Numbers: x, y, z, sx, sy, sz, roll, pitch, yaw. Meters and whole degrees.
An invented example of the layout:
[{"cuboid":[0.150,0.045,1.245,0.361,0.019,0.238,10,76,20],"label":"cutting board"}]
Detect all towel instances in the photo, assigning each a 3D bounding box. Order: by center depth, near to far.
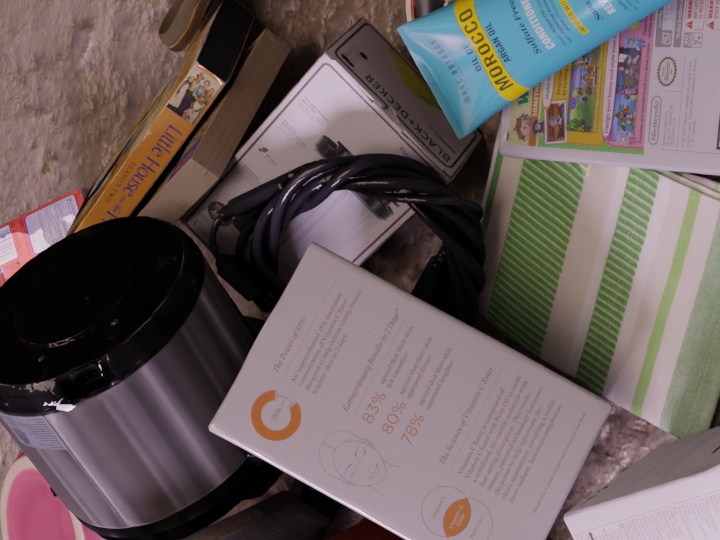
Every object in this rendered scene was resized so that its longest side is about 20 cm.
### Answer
[{"cuboid":[0.148,-0.004,0.853,0.199,0.023,0.154,30,118,39],"label":"towel"}]

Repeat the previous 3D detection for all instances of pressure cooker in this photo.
[{"cuboid":[-0.149,0.087,0.963,0.201,0.178,0.176,62,173,-34],"label":"pressure cooker"}]

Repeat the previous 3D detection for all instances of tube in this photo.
[{"cuboid":[0.109,-0.146,0.800,0.199,0.050,0.078,-26,92,43],"label":"tube"}]

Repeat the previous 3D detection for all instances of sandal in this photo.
[{"cuboid":[-0.112,-0.241,1.045,0.054,0.081,0.200,31,136,-13],"label":"sandal"}]

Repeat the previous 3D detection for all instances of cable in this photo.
[{"cuboid":[0.000,0.000,0.920,0.199,0.051,0.164,-21,110,37],"label":"cable"}]

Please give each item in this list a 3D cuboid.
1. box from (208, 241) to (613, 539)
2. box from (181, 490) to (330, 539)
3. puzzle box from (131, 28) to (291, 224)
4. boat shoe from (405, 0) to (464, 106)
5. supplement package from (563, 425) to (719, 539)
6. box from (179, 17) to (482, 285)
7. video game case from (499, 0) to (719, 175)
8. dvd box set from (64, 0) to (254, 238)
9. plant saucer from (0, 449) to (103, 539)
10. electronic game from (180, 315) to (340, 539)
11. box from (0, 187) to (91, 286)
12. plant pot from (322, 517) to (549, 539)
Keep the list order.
[{"cuboid":[0.029,0.089,0.843,0.199,0.098,0.125,29,83,5],"label":"box"},{"cuboid":[-0.113,0.255,0.958,0.048,0.199,0.159,27,118,30],"label":"box"},{"cuboid":[-0.129,-0.081,1.049,0.025,0.134,0.200,34,145,-15],"label":"puzzle box"},{"cuboid":[0.070,-0.198,0.874,0.062,0.071,0.202,-3,90,44],"label":"boat shoe"},{"cuboid":[0.226,0.131,0.717,0.200,0.109,0.114,-29,86,45],"label":"supplement package"},{"cuboid":[-0.024,-0.061,0.965,0.117,0.060,0.200,43,132,-3],"label":"box"},{"cuboid":[0.162,-0.158,0.796,0.181,0.022,0.202,9,98,42],"label":"video game case"},{"cuboid":[-0.154,-0.100,1.058,0.029,0.147,0.200,34,117,-14],"label":"dvd box set"},{"cuboid":[-0.279,0.243,1.325,0.200,0.051,0.202,8,101,46],"label":"plant saucer"},{"cuboid":[-0.102,0.134,1.069,0.198,0.042,0.202,-1,85,15],"label":"electronic game"},{"cuboid":[-0.220,0.045,1.176,0.102,0.095,0.201,-24,78,17],"label":"box"},{"cuboid":[0.007,0.252,0.916,0.200,0.194,0.202,10,104,45],"label":"plant pot"}]
